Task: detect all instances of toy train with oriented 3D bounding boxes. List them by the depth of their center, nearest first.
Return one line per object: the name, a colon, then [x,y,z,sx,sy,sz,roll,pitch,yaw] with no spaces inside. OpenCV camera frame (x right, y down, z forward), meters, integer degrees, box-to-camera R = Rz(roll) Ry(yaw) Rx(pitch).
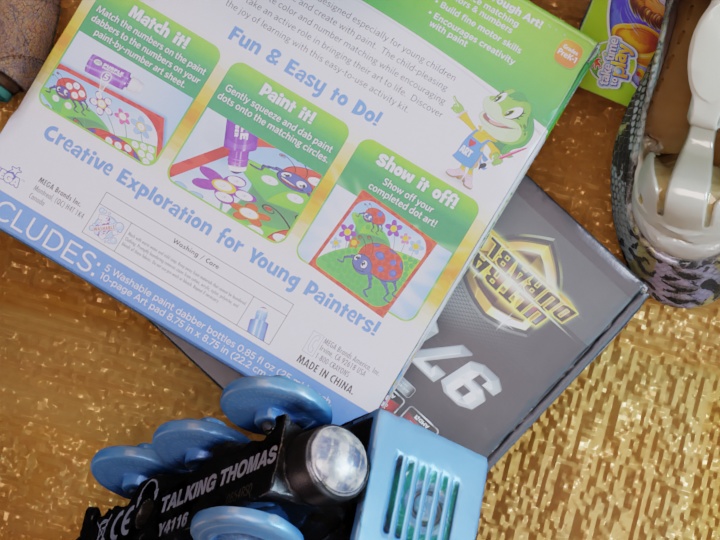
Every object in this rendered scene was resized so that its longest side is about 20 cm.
toy train: [-0.041,0.111,1.231,0.114,0.200,0.087,28,58,-25]

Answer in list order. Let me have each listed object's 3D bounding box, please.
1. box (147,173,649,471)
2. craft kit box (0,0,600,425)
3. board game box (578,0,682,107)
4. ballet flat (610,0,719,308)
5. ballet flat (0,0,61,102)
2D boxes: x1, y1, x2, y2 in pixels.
box: [0.000,0.000,1.298,0.200,0.046,0.159,44,88,3]
craft kit box: [-0.034,-0.060,1.257,0.200,0.049,0.198,32,89,4]
board game box: [0.183,-0.146,1.253,0.134,0.045,0.200,22,121,2]
ballet flat: [0.142,-0.061,1.244,0.072,0.072,0.200,11,120,1]
ballet flat: [-0.216,-0.147,1.285,0.200,0.068,0.067,30,87,-21]
